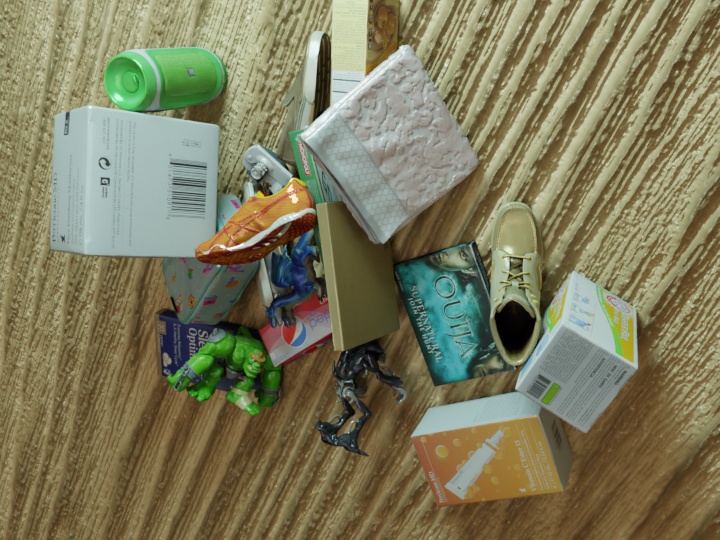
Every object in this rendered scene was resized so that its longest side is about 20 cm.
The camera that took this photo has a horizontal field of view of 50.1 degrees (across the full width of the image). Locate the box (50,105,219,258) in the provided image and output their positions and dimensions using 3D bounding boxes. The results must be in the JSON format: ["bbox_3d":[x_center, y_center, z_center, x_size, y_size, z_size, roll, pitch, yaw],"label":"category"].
[{"bbox_3d":[-0.320,-0.118,1.100,0.131,0.200,0.199,4,93,49],"label":"box"}]

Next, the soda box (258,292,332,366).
[{"bbox_3d":[-0.062,0.078,1.210,0.200,0.063,0.070,-33,75,29],"label":"soda box"}]

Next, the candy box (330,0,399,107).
[{"bbox_3d":[0.005,-0.269,1.044,0.055,0.115,0.200,9,110,21],"label":"candy box"}]

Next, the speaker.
[{"bbox_3d":[-0.276,-0.277,1.113,0.088,0.200,0.089,7,109,21],"label":"speaker"}]

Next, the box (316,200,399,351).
[{"bbox_3d":[0.000,0.000,1.084,0.021,0.163,0.200,-4,95,31],"label":"box"}]

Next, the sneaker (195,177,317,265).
[{"bbox_3d":[-0.145,-0.062,1.064,0.200,0.073,0.077,-24,67,21],"label":"sneaker"}]

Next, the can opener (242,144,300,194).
[{"bbox_3d":[-0.096,-0.120,1.171,0.200,0.066,0.053,44,135,-5],"label":"can opener"}]

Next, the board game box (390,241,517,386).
[{"bbox_3d":[0.140,0.067,1.147,0.135,0.028,0.200,-17,100,28],"label":"board game box"}]

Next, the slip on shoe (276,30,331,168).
[{"bbox_3d":[-0.084,-0.246,1.117,0.061,0.076,0.200,14,120,13],"label":"slip on shoe"}]

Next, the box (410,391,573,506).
[{"bbox_3d":[0.197,0.263,1.149,0.200,0.097,0.124,-17,100,27],"label":"box"}]

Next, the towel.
[{"bbox_3d":[0.044,-0.159,1.017,0.191,0.032,0.200,-41,121,-7],"label":"towel"}]

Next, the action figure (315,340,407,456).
[{"bbox_3d":[0.003,0.182,1.204,0.119,0.102,0.200,1,67,51],"label":"action figure"}]

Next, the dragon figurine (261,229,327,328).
[{"bbox_3d":[-0.099,-0.005,1.143,0.099,0.059,0.200,0,104,16],"label":"dragon figurine"}]

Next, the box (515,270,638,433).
[{"bbox_3d":[0.284,0.097,0.997,0.101,0.200,0.113,32,115,6],"label":"box"}]

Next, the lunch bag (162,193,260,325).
[{"bbox_3d":[-0.245,-0.019,1.220,0.200,0.077,0.160,-50,54,35],"label":"lunch bag"}]

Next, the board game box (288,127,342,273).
[{"bbox_3d":[-0.035,-0.111,1.103,0.029,0.135,0.200,-7,105,28],"label":"board game box"}]

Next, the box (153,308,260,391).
[{"bbox_3d":[-0.269,0.143,1.347,0.200,0.032,0.121,9,110,19],"label":"box"}]

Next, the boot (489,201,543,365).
[{"bbox_3d":[0.205,0.014,1.020,0.073,0.155,0.200,4,100,11],"label":"boot"}]

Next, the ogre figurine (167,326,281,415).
[{"bbox_3d":[-0.204,0.160,1.261,0.200,0.098,0.120,23,100,-19],"label":"ogre figurine"}]

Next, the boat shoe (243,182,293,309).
[{"bbox_3d":[-0.141,-0.042,1.214,0.059,0.072,0.200,-10,90,-15],"label":"boat shoe"}]
